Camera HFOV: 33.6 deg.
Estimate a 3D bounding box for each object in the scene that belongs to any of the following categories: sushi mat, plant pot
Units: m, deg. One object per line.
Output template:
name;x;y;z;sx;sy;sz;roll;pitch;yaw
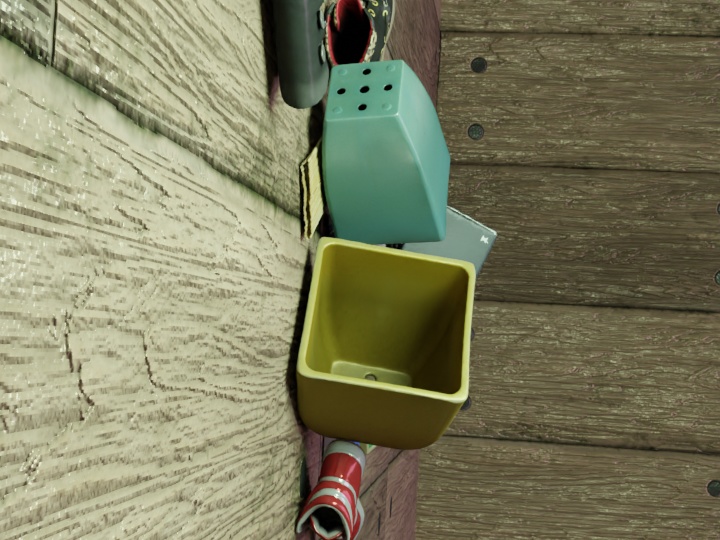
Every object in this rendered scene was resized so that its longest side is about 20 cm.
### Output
sushi mat;-0.049;-0.112;1.440;0.200;0.012;0.097;-70;160;-69
plant pot;0.021;0.110;1.437;0.201;0.191;0.197;103;-4;-53
plant pot;0.023;-0.150;1.447;0.201;0.139;0.143;70;21;-51

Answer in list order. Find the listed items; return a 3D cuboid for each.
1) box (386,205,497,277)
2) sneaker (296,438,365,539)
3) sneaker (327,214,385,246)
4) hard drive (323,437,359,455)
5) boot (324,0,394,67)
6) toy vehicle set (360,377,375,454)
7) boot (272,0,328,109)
box;0.090;0.005;1.761;0.202;0.123;0.197;-63;-172;0
sneaker;-0.036;0.312;1.476;0.113;0.070;0.202;-71;169;-45
sneaker;0.000;0.000;1.608;0.200;0.079;0.117;77;15;-71
hard drive;-0.024;0.211;1.710;0.200;0.025;0.134;25;67;-82
boot;-0.002;-0.324;1.527;0.151;0.072;0.203;18;80;-83
toy vehicle set;0.057;0.200;1.989;0.200;0.026;0.126;-37;135;-43
boot;-0.066;-0.237;1.092;0.166;0.065;0.202;-76;171;-50
